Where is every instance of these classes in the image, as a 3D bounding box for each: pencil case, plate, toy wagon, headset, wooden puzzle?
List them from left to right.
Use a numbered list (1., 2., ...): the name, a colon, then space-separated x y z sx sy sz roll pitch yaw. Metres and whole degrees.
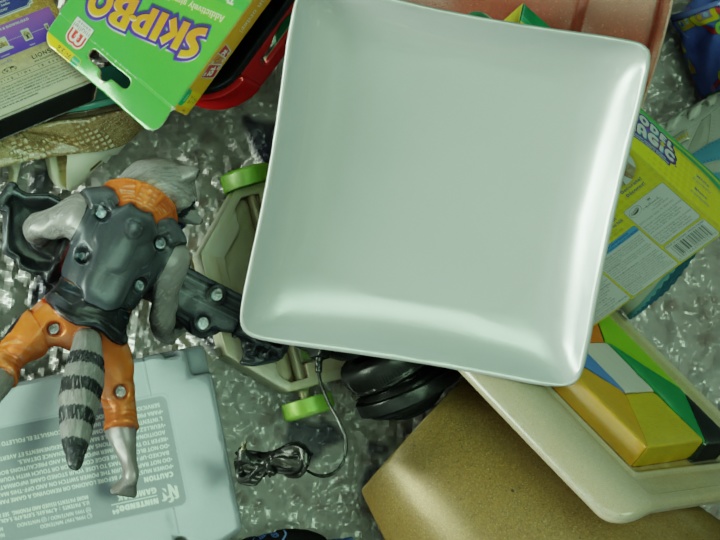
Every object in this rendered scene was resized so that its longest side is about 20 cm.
1. headset: -0.006 0.043 1.368 0.124 0.094 0.201 47 50 -24
2. toy wagon: 0.000 0.000 1.436 0.198 0.040 0.157 -14 88 -19
3. plate: 0.044 -0.047 1.285 0.198 0.032 0.202 9 104 -7
4. wooden puzzle: 0.144 0.068 1.378 0.185 0.199 0.037 46 115 23
5. pencil case: 0.272 -0.092 1.507 0.078 0.087 0.202 -22 89 -18

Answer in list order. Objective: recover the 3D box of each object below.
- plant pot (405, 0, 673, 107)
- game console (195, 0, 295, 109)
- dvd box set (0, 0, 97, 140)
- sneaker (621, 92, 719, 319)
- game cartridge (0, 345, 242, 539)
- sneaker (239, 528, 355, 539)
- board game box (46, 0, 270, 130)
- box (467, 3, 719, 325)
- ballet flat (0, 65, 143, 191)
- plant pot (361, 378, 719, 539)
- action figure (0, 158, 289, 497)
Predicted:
1. plant pot: 0.075 -0.180 1.411 0.193 0.201 0.203 12 80 -8
2. game console: -0.084 -0.214 1.341 0.177 0.031 0.201 40 98 20
3. dvd box set: -0.261 -0.158 1.343 0.145 0.029 0.201 -25 73 -21
4. sneaker: 0.203 -0.069 1.453 0.081 0.076 0.201 40 104 11
5. game cartridge: -0.174 0.128 1.369 0.198 0.041 0.135 -10 90 -18
6. sneaker: -0.044 0.255 1.380 0.077 0.070 0.202 5 76 -13
7. board game box: -0.087 -0.182 1.308 0.095 0.030 0.201 39 95 19
8. box: 0.105 -0.066 1.352 0.200 0.117 0.049 39 37 -20
9. ballet flat: -0.200 -0.076 1.380 0.198 0.071 0.066 -11 114 -16
10. plant pot: 0.102 0.168 1.387 0.200 0.186 0.186 42 73 4
11. action figure: -0.125 0.029 1.329 0.198 0.105 0.195 19 79 -13
